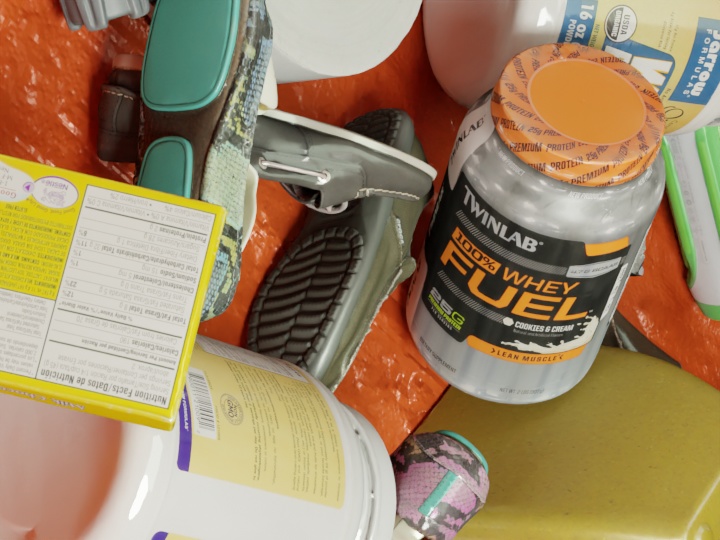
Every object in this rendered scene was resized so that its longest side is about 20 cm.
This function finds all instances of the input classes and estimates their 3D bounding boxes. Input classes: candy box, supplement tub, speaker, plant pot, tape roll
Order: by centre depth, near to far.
[{"bbox_3d":[-0.166,-0.001,0.951,0.026,0.199,0.103,107,-3,-73],"label":"candy box"},{"bbox_3d":[-0.089,0.103,1.060,0.200,0.145,0.146,22,72,-50],"label":"supplement tub"},{"bbox_3d":[-0.045,-0.202,1.192,0.202,0.071,0.203,2,87,-52],"label":"tape roll"},{"bbox_3d":[0.103,-0.027,1.262,0.123,0.122,0.200,-49,163,-41],"label":"supplement tub"},{"bbox_3d":[0.152,0.166,1.324,0.196,0.200,0.195,-48,125,-43],"label":"plant pot"},{"bbox_3d":[0.154,-0.159,1.338,0.199,0.145,0.145,5,84,-27],"label":"supplement tub"},{"bbox_3d":[0.257,-0.069,1.564,0.088,0.088,0.201,-37,117,-46],"label":"speaker"}]

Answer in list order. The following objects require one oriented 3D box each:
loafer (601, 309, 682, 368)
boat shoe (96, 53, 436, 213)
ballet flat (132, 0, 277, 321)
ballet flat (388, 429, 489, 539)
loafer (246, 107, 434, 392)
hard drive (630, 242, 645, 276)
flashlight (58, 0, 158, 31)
[{"bbox_3d":[0.174,0.066,1.446,0.073,0.071,0.200,-118,-177,-53],"label":"loafer"},{"bbox_3d":[-0.052,-0.059,1.161,0.200,0.067,0.057,18,87,-30],"label":"boat shoe"},{"bbox_3d":[-0.075,-0.070,1.084,0.074,0.074,0.201,17,84,-51],"label":"ballet flat"},{"bbox_3d":[0.009,0.144,1.180,0.069,0.200,0.071,43,62,1],"label":"ballet flat"},{"bbox_3d":[0.000,0.000,1.236,0.070,0.075,0.200,47,53,-35],"label":"loafer"},{"bbox_3d":[0.145,-0.100,1.460,0.140,0.038,0.201,9,80,-52],"label":"hard drive"},{"bbox_3d":[-0.149,-0.218,1.065,0.068,0.068,0.201,-21,108,-23],"label":"flashlight"}]
